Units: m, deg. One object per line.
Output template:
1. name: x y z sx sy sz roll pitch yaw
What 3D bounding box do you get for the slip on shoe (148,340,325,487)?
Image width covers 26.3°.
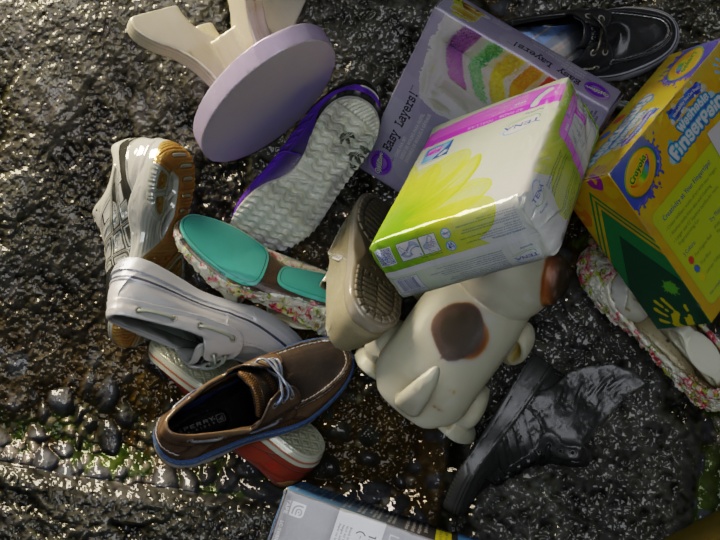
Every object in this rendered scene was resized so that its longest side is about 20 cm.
1. slip on shoe: -0.124 0.130 1.445 0.200 0.074 0.061 38 120 11

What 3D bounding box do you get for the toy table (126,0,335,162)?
1. toy table: -0.111 -0.199 1.415 0.183 0.200 0.118 -16 72 -40

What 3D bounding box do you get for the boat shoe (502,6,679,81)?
1. boat shoe: 0.203 -0.218 1.451 0.198 0.066 0.070 -1 85 4

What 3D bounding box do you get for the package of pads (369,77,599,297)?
1. package of pads: 0.111 -0.070 1.286 0.154 0.200 0.068 -17 119 32

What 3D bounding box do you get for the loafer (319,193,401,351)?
1. loafer: 0.000 0.000 1.400 0.076 0.200 0.068 39 119 -15

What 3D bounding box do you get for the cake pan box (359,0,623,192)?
1. cake pan box: 0.113 -0.126 1.409 0.184 0.052 0.201 34 127 7

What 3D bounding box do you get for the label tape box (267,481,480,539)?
1. label tape box: 0.024 0.251 1.382 0.199 0.144 0.064 18 86 5

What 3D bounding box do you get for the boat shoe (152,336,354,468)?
1. boat shoe: -0.089 0.114 1.370 0.199 0.072 0.072 -29 76 -17

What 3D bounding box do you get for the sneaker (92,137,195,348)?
1. sneaker: -0.216 -0.029 1.470 0.087 0.075 0.201 16 95 34

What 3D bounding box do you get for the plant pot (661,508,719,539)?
1. plant pot: 0.381 0.299 1.338 0.199 0.176 0.201 -28 84 0

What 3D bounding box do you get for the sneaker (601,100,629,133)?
1. sneaker: 0.185 -0.142 1.440 0.199 0.079 0.075 6 86 6

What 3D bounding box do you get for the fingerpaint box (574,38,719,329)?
1. fingerpaint box: 0.290 -0.077 1.363 0.167 0.073 0.200 52 60 -17

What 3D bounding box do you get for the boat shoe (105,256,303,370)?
1. boat shoe: -0.147 0.060 1.418 0.199 0.074 0.067 25 57 -18

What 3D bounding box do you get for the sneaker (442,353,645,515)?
1. sneaker: 0.167 0.158 1.423 0.104 0.060 0.201 32 87 7

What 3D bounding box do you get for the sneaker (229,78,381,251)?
1. sneaker: -0.045 -0.103 1.456 0.069 0.100 0.200 37 119 -16

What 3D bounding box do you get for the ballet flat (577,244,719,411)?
1. ballet flat: 0.283 0.046 1.417 0.200 0.064 0.076 44 84 7

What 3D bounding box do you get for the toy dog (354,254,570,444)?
1. toy dog: 0.093 0.036 1.378 0.139 0.194 0.200 38 97 15

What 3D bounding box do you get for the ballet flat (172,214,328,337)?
1. ballet flat: -0.089 0.016 1.443 0.199 0.064 0.076 25 42 1
